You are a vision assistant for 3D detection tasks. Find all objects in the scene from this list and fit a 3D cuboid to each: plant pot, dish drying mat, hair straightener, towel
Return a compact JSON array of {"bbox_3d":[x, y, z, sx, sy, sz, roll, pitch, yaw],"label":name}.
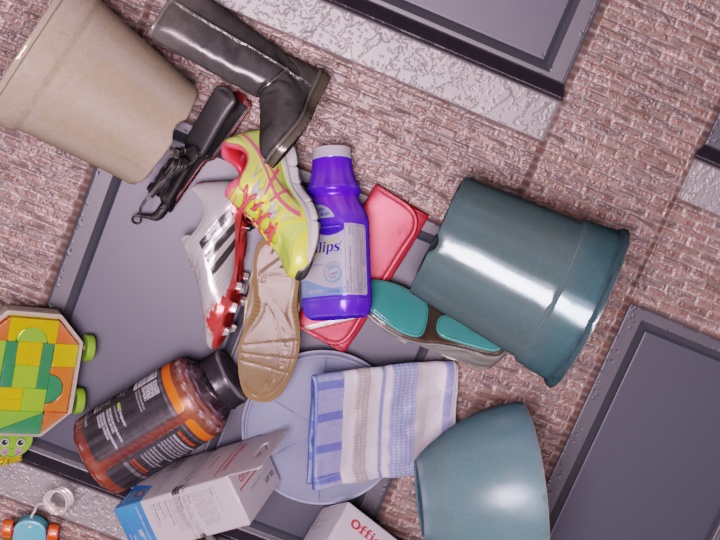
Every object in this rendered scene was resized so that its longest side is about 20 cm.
[{"bbox_3d":[0.134,0.261,1.326,0.134,0.200,0.201,-6,102,-2],"label":"plant pot"},{"bbox_3d":[0.173,0.000,1.291,0.195,0.200,0.201,26,100,3],"label":"plant pot"},{"bbox_3d":[0.000,0.000,1.366,0.077,0.018,0.200,30,100,-6],"label":"dish drying mat"},{"bbox_3d":[-0.210,-0.132,1.309,0.200,0.077,0.041,-48,69,12],"label":"hair straightener"},{"bbox_3d":[-0.289,-0.197,1.247,0.183,0.201,0.201,34,100,-19],"label":"plant pot"},{"bbox_3d":[0.030,0.186,1.362,0.199,0.024,0.148,-3,103,-26],"label":"towel"}]

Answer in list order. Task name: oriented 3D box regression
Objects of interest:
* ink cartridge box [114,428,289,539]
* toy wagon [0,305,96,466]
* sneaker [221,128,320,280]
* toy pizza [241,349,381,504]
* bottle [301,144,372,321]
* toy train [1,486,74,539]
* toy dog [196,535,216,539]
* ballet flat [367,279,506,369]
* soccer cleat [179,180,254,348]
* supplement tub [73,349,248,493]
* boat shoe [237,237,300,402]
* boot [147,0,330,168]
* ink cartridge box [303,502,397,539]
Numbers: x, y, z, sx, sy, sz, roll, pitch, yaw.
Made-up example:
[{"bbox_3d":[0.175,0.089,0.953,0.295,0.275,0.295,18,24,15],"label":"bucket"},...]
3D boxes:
[{"bbox_3d":[-0.175,0.262,1.344,0.199,0.116,0.068,-19,101,19],"label":"ink cartridge box"},{"bbox_3d":[-0.403,0.143,1.345,0.155,0.040,0.201,7,101,-29],"label":"toy wagon"},{"bbox_3d":[-0.107,-0.074,1.275,0.090,0.078,0.201,-6,59,-26],"label":"sneaker"},{"bbox_3d":[-0.047,0.193,1.398,0.199,0.032,0.201,0,102,-2],"label":"toy pizza"},{"bbox_3d":[-0.030,-0.043,1.312,0.083,0.065,0.201,-6,83,37],"label":"bottle"},{"bbox_3d":[-0.360,0.365,1.421,0.150,0.056,0.200,-32,102,1],"label":"toy train"},{"bbox_3d":[-0.181,0.403,1.388,0.194,0.140,0.200,-42,99,-10],"label":"toy dog"},{"bbox_3d":[0.079,0.072,1.361,0.199,0.068,0.064,20,146,-5],"label":"ballet flat"},{"bbox_3d":[-0.175,-0.009,1.341,0.085,0.069,0.201,10,98,6],"label":"soccer cleat"},{"bbox_3d":[-0.235,0.176,1.354,0.199,0.107,0.107,-31,101,6],"label":"supplement tub"},{"bbox_3d":[-0.104,0.055,1.349,0.073,0.069,0.201,9,96,-2],"label":"boat shoe"},{"bbox_3d":[-0.143,-0.220,1.252,0.200,0.182,0.073,35,128,-14],"label":"boot"},{"bbox_3d":[-0.024,0.403,1.363,0.144,0.085,0.200,39,58,-10],"label":"ink cartridge box"}]
